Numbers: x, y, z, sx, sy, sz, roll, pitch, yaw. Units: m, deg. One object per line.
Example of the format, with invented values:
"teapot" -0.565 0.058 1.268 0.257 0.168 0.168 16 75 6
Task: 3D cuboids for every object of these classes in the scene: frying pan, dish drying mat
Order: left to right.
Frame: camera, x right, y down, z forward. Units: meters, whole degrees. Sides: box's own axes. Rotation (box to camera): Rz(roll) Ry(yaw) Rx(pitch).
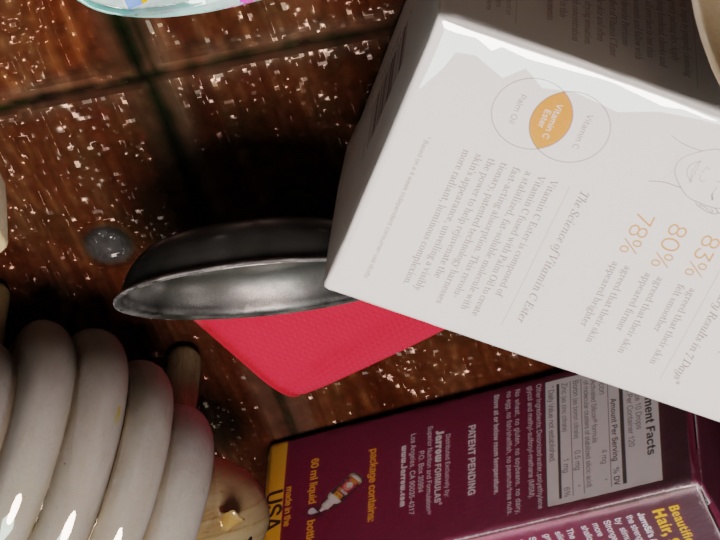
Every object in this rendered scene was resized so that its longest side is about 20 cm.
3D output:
"frying pan" -0.002 -0.003 0.943 0.188 0.031 0.115 -7 170 2
"dish drying mat" 0.029 -0.009 0.997 0.199 0.018 0.077 -29 126 26

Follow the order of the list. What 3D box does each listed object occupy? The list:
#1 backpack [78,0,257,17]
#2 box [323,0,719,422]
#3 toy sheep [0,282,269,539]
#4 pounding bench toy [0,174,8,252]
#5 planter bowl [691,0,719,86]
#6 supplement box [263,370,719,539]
"backpack" -0.064 -0.181 0.754 0.165 0.127 0.201 -4 138 1
"box" 0.102 -0.035 0.890 0.199 0.098 0.125 19 125 -8
"toy sheep" -0.131 0.081 1.008 0.199 0.139 0.138 16 133 -14
"pounding bench toy" -0.177 -0.108 0.771 0.199 0.157 0.124 24 166 -4
"planter bowl" 0.223 -0.113 0.788 0.134 0.201 0.200 5 142 -44
"supplement box" 0.067 0.118 1.071 0.199 0.086 0.111 -15 132 16
